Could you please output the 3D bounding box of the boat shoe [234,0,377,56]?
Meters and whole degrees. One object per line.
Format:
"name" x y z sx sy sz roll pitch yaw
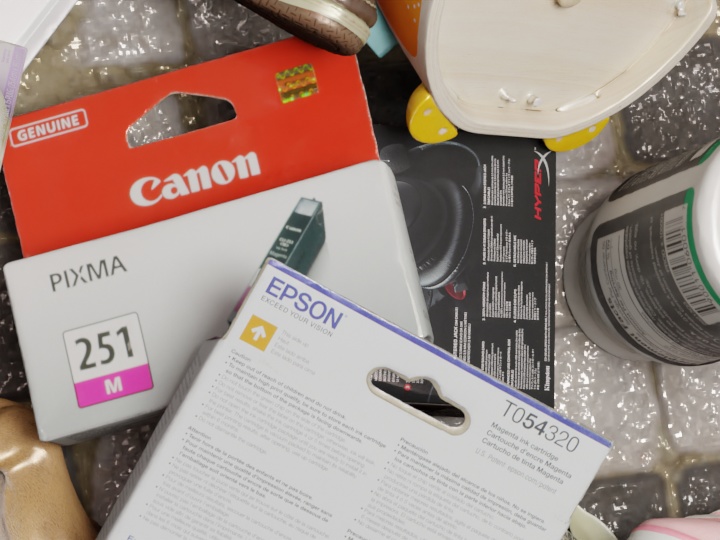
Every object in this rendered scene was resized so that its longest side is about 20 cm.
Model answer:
"boat shoe" -0.058 -0.178 1.086 0.075 0.202 0.075 -58 144 2

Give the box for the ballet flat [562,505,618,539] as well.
"ballet flat" 0.094 0.148 1.162 0.200 0.068 0.075 42 51 -14

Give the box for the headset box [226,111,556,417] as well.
"headset box" 0.000 0.000 1.139 0.199 0.075 0.150 3 81 -17

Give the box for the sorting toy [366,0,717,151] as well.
"sorting toy" 0.051 -0.157 1.133 0.199 0.107 0.180 2 38 -40

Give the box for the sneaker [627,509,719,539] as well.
"sneaker" 0.229 0.140 1.182 0.199 0.075 0.105 20 75 -31

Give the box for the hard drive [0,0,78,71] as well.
"hard drive" -0.242 -0.183 1.115 0.200 0.025 0.132 38 74 -9

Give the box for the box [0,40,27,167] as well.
"box" -0.206 -0.020 1.058 0.038 0.041 0.201 15 73 -15

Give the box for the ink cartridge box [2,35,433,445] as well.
"ink cartridge box" -0.080 -0.022 1.065 0.199 0.044 0.175 -15 80 5

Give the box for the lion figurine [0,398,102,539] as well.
"lion figurine" -0.164 0.128 1.074 0.122 0.072 0.201 -22 85 -26

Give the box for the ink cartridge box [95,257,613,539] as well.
"ink cartridge box" -0.011 0.120 1.029 0.196 0.043 0.201 29 96 -13

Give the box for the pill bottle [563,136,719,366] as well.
"pill bottle" 0.187 -0.009 1.133 0.112 0.200 0.114 2 82 -17
